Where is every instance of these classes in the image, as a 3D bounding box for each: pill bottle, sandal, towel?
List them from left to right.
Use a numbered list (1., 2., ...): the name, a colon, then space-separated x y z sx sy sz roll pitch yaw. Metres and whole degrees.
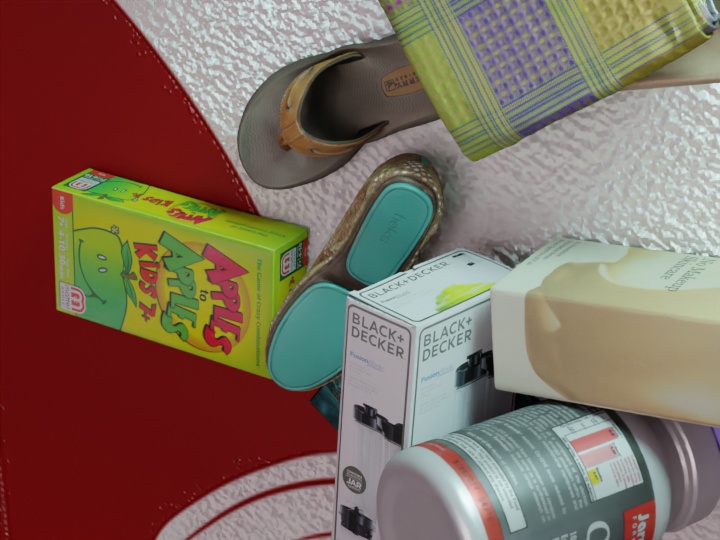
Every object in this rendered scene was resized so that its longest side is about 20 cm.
1. sandal: -0.012 -0.105 1.286 0.199 0.054 0.082 -15 101 37
2. towel: 0.108 -0.162 1.146 0.199 0.023 0.145 -29 89 37
3. pill bottle: 0.119 0.140 1.198 0.116 0.199 0.117 36 134 49

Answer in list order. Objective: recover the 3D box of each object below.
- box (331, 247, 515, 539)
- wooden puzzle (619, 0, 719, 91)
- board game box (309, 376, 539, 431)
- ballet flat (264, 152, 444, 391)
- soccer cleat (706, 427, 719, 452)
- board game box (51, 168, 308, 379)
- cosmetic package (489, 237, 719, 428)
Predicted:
1. box: 0.043 0.099 1.256 0.060 0.116 0.202 23 120 37
2. wooden puzzle: 0.150 -0.209 1.144 0.184 0.046 0.202 -2 104 34
3. board game box: 0.069 0.119 1.343 0.200 0.028 0.135 47 127 9
4. ballet flat: 0.000 0.000 1.317 0.070 0.065 0.200 33 121 -9
5. soccer cleat: 0.296 0.127 1.165 0.199 0.076 0.067 23 121 24
6. board game box: -0.134 0.000 1.417 0.199 0.048 0.103 16 117 28
7. cosmetic package: 0.189 0.038 1.183 0.198 0.105 0.072 7 113 30
